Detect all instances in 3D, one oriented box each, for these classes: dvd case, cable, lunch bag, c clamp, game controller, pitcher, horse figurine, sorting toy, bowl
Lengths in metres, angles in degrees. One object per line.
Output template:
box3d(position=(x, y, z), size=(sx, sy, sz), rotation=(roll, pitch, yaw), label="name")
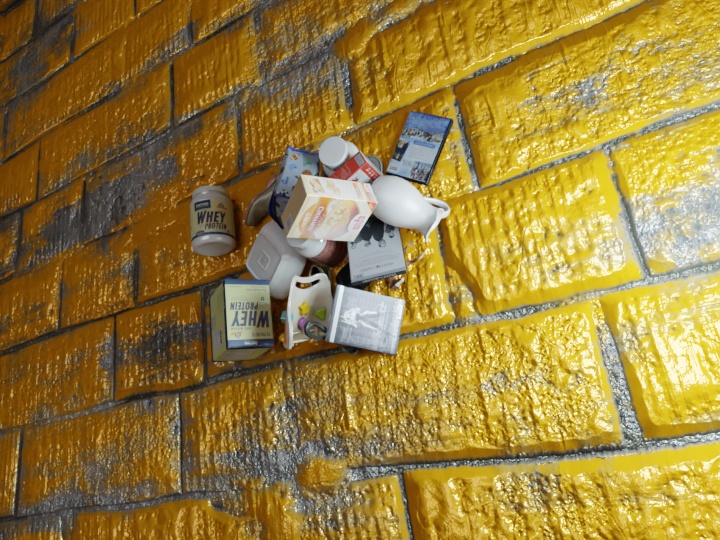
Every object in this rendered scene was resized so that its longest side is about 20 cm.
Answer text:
box3d(position=(0.168, -0.352, 1.475), size=(0.141, 0.018, 0.202), rotation=(21, 88, 30), label="dvd case")
box3d(position=(-0.071, 0.176, 1.378), size=(0.050, 0.198, 0.099), rotation=(5, 91, 56), label="cable")
box3d(position=(-0.190, -0.226, 1.475), size=(0.122, 0.200, 0.172), rotation=(14, 68, -4), label="lunch bag")
box3d(position=(-0.009, -0.246, 1.540), size=(0.169, 0.027, 0.203), rotation=(-1, 78, 29), label="c clamp")
box3d(position=(0.000, 0.000, 1.443), size=(0.200, 0.042, 0.105), rotation=(-43, 42, 32), label="game controller")
box3d(position=(0.129, -0.175, 1.360), size=(0.199, 0.171, 0.122), rotation=(31, 127, 15), label="pitcher")
box3d(position=(0.086, -0.052, 1.426), size=(0.133, 0.050, 0.200), rotation=(-46, 61, 11), label="horse figurine")
box3d(position=(-0.140, 0.101, 1.391), size=(0.106, 0.198, 0.183), rotation=(8, 98, 44), label="sorting toy")
box3d(position=(0.015, 0.132, 1.363), size=(0.016, 0.197, 0.151), rotation=(165, 117, -72), label="dvd case")
box3d(position=(-0.270, -0.032, 1.573), size=(0.200, 0.074, 0.201), rotation=(45, 117, 28), label="bowl")
box3d(position=(0.038, -0.061, 1.375), size=(0.148, 0.025, 0.202), rotation=(-13, 54, 9), label="dvd case")

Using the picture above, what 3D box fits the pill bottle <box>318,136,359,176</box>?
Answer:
box3d(position=(-0.039, -0.293, 1.441), size=(0.110, 0.200, 0.113), rotation=(-5, 76, 20), label="pill bottle")

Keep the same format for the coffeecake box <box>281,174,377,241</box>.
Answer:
box3d(position=(-0.081, -0.153, 1.307), size=(0.154, 0.198, 0.074), rotation=(-56, 44, 42), label="coffeecake box")

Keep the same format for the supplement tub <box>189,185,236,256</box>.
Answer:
box3d(position=(-0.494, -0.164, 1.716), size=(0.143, 0.145, 0.203), rotation=(-17, 70, 24), label="supplement tub")

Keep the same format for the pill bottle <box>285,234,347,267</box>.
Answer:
box3d(position=(-0.122, -0.082, 1.461), size=(0.111, 0.199, 0.114), rotation=(-7, 74, 26), label="pill bottle")

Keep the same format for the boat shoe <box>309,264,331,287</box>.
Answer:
box3d(position=(-0.113, 0.082, 1.496), size=(0.071, 0.059, 0.203), rotation=(-14, 73, 24), label="boat shoe")

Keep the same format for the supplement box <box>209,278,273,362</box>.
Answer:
box3d(position=(-0.357, 0.151, 1.520), size=(0.199, 0.133, 0.203), rotation=(-35, 59, 55), label="supplement box")

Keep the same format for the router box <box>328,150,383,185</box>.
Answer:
box3d(position=(-0.015, -0.212, 1.415), size=(0.179, 0.199, 0.049), rotation=(-39, 62, 13), label="router box")

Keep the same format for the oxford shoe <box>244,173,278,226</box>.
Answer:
box3d(position=(-0.301, -0.216, 1.669), size=(0.075, 0.070, 0.201), rotation=(42, 100, 24), label="oxford shoe")
